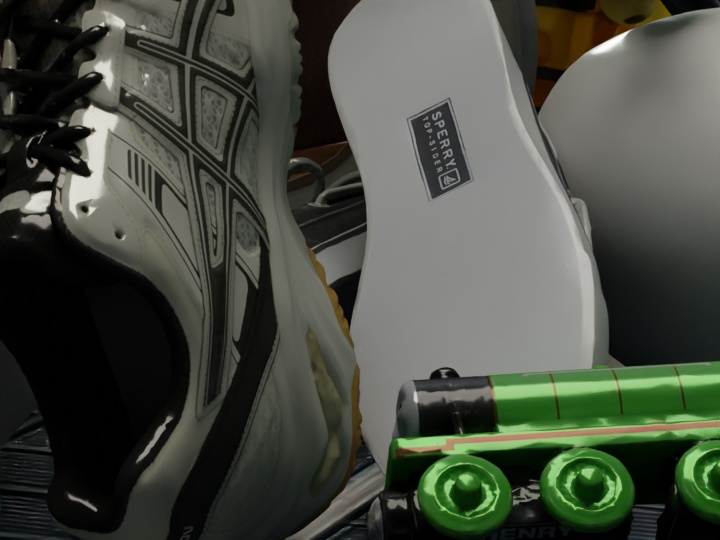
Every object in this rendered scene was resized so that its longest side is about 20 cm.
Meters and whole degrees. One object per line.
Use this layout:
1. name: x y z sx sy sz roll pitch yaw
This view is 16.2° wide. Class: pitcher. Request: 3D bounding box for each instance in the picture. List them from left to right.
1. pitcher: 0.163 -0.003 0.759 0.200 0.121 0.171 16 -5 36

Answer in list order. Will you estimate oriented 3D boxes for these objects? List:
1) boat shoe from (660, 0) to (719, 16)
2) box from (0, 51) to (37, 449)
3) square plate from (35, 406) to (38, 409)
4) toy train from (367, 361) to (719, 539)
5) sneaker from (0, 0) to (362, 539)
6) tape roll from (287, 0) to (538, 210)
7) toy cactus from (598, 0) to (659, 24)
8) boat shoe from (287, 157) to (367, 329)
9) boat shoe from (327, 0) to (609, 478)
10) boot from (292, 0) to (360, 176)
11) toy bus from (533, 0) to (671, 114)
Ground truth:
1. boat shoe: 0.158 -0.068 0.844 0.200 0.084 0.069 37 0 29
2. box: -0.153 0.000 0.661 0.124 0.098 0.200 -1 21 14
3. square plate: -0.154 0.022 0.839 0.200 0.029 0.198 7 13 37
4. toy train: 0.099 0.043 0.604 0.200 0.042 0.056 -2 53 -7
5. sneaker: -0.060 -0.027 0.622 0.076 0.200 0.088 -24 -11 36
6. tape roll: -0.036 -0.082 0.915 0.202 0.203 0.037 2 9 15
7. toy cactus: 0.040 -0.131 0.806 0.200 0.102 0.165 18 13 31
8. boat shoe: -0.001 0.003 0.805 0.068 0.074 0.199 21 29 26
9. boat shoe: 0.034 0.003 0.704 0.072 0.068 0.200 -24 44 11
10. boot: -0.078 -0.079 0.991 0.200 0.167 0.072 2 9 25
11. toy bus: 0.073 -0.064 1.049 0.200 0.136 0.192 4 -2 39
